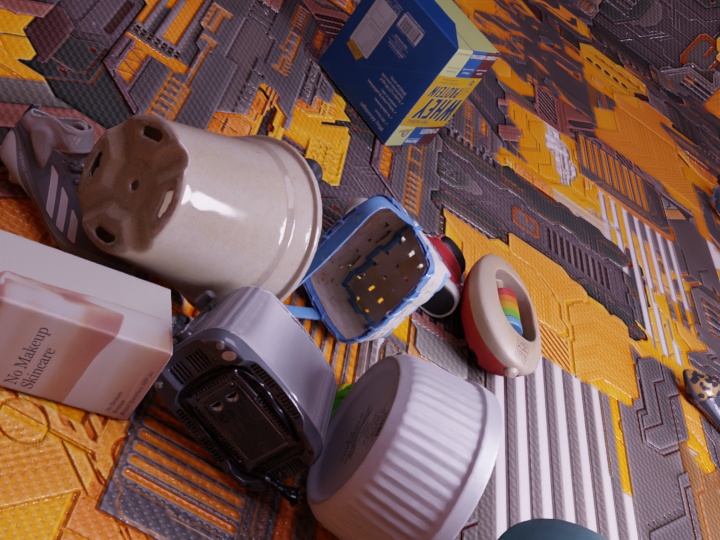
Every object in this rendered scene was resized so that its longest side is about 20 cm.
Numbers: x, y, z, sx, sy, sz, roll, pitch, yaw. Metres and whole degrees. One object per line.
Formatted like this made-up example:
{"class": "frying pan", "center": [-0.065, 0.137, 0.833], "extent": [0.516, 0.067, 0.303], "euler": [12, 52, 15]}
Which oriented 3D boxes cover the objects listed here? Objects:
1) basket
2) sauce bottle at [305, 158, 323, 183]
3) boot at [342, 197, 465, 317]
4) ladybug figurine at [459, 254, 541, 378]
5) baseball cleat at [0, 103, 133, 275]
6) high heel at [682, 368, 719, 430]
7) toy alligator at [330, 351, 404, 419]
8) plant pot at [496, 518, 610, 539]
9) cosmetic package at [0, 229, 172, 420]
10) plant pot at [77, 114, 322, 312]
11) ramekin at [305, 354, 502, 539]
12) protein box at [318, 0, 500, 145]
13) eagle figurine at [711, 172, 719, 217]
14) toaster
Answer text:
{"class": "basket", "center": [0.000, 0.000, 1.213], "extent": [0.140, 0.176, 0.200], "euler": [54, 15, 21]}
{"class": "sauce bottle", "center": [-0.090, -0.086, 1.321], "extent": [0.066, 0.066, 0.200], "euler": [37, 33, -6]}
{"class": "boot", "center": [0.063, -0.041, 1.433], "extent": [0.200, 0.072, 0.145], "euler": [43, 29, -12]}
{"class": "ladybug figurine", "center": [0.183, 0.067, 1.407], "extent": [0.136, 0.072, 0.201], "euler": [39, 32, -29]}
{"class": "baseball cleat", "center": [-0.287, -0.082, 1.058], "extent": [0.200, 0.107, 0.070], "euler": [47, 26, 7]}
{"class": "high heel", "center": [0.610, 0.187, 1.736], "extent": [0.143, 0.071, 0.200], "euler": [51, 41, 5]}
{"class": "toy alligator", "center": [0.007, 0.147, 1.147], "extent": [0.200, 0.059, 0.055], "euler": [-31, 114, -58]}
{"class": "plant pot", "center": [0.157, 0.350, 0.925], "extent": [0.201, 0.201, 0.161], "euler": [47, 44, 12]}
{"class": "cosmetic package", "center": [-0.274, 0.046, 0.914], "extent": [0.199, 0.104, 0.088], "euler": [21, 35, -28]}
{"class": "plant pot", "center": [-0.169, -0.064, 1.030], "extent": [0.183, 0.200, 0.201], "euler": [22, 32, -58]}
{"class": "ramekin", "center": [0.033, 0.175, 0.990], "extent": [0.105, 0.200, 0.201], "euler": [33, 31, -13]}
{"class": "protein box", "center": [0.077, -0.345, 1.702], "extent": [0.134, 0.200, 0.199], "euler": [-10, 57, -52]}
{"class": "eagle figurine", "center": [0.935, -0.148, 2.507], "extent": [0.198, 0.152, 0.152], "euler": [16, -18, 15]}
{"class": "toaster", "center": [-0.097, 0.112, 1.001], "extent": [0.200, 0.113, 0.129], "euler": [51, 25, -16]}
